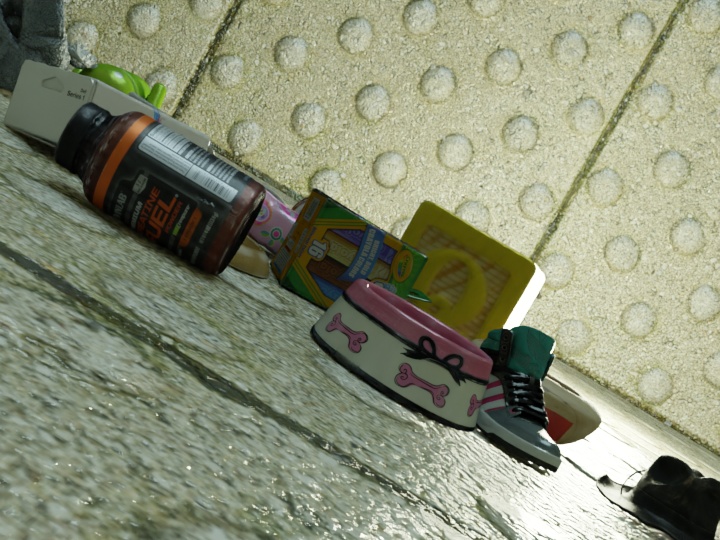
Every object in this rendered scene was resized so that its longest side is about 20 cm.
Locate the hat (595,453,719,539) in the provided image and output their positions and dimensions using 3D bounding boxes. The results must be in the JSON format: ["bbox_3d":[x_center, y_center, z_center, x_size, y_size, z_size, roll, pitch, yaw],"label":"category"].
[{"bbox_3d":[0.364,0.259,1.063,0.199,0.081,0.201,32,5,-3],"label":"hat"}]

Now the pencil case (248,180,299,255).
[{"bbox_3d":[-0.104,-0.054,1.377,0.199,0.088,0.087,31,4,7],"label":"pencil case"}]

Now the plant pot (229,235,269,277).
[{"bbox_3d":[-0.192,-0.053,1.151,0.199,0.028,0.200,31,5,-3],"label":"plant pot"}]

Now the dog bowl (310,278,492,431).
[{"bbox_3d":[0.050,0.081,0.976,0.199,0.074,0.200,30,4,-3],"label":"dog bowl"}]

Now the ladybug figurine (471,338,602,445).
[{"bbox_3d":[0.211,0.158,1.204,0.199,0.072,0.136,32,5,3],"label":"ladybug figurine"}]

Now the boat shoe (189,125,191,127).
[{"bbox_3d":[-0.337,-0.231,1.762,0.201,0.087,0.075,31,4,5],"label":"boat shoe"}]

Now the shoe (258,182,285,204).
[{"bbox_3d":[-0.221,-0.142,1.640,0.199,0.072,0.091,24,13,-27],"label":"shoe"}]

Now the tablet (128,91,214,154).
[{"bbox_3d":[-0.259,-0.153,1.294,0.014,0.131,0.199,-25,44,-35],"label":"tablet"}]

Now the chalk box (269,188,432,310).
[{"bbox_3d":[0.000,0.000,1.235,0.199,0.125,0.125,31,3,-15],"label":"chalk box"}]

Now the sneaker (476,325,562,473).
[{"bbox_3d":[0.176,0.125,1.018,0.083,0.122,0.200,28,5,-28],"label":"sneaker"}]

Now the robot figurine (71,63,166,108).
[{"bbox_3d":[-0.428,-0.292,1.629,0.173,0.117,0.200,14,5,5],"label":"robot figurine"}]

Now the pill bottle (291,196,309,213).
[{"bbox_3d":[-0.070,-0.064,1.538,0.111,0.113,0.200,30,4,-8],"label":"pill bottle"}]

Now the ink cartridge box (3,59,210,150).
[{"bbox_3d":[-0.307,-0.172,1.154,0.144,0.085,0.199,20,-2,34],"label":"ink cartridge box"}]

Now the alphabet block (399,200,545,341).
[{"bbox_3d":[0.146,0.032,1.414,0.195,0.197,0.200,30,3,15],"label":"alphabet block"}]

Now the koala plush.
[{"bbox_3d":[-0.511,-0.348,1.468,0.175,0.186,0.200,-11,-3,-4],"label":"koala plush"}]

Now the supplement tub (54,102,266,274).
[{"bbox_3d":[-0.202,-0.087,0.944,0.199,0.108,0.107,30,4,-2],"label":"supplement tub"}]
